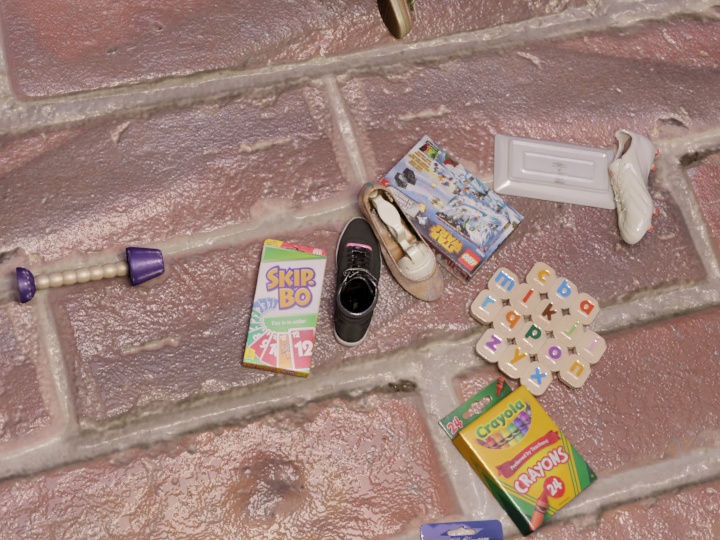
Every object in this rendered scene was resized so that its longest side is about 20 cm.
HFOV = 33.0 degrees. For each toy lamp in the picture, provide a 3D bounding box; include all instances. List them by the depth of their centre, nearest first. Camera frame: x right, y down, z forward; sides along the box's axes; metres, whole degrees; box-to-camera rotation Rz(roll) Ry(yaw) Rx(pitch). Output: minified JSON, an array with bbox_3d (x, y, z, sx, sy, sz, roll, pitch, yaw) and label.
[{"bbox_3d":[-0.375,0.003,1.692,0.200,0.058,0.058,-8,70,-14],"label":"toy lamp"}]

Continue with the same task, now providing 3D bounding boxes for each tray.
[{"bbox_3d":[0.308,-0.160,1.905,0.200,0.022,0.107,7,68,-8],"label":"tray"}]

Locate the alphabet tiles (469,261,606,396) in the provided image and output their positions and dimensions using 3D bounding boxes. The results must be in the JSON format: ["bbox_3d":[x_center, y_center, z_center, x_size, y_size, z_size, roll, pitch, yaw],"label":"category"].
[{"bbox_3d":[0.263,0.085,1.795,0.200,0.015,0.196,36,61,5],"label":"alphabet tiles"}]

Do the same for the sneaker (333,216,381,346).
[{"bbox_3d":[0.000,0.000,1.739,0.071,0.099,0.200,8,66,-5],"label":"sneaker"}]

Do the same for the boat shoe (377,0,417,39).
[{"bbox_3d":[0.057,-0.465,1.955,0.063,0.073,0.200,-10,69,-11],"label":"boat shoe"}]

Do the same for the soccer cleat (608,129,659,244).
[{"bbox_3d":[0.416,-0.130,1.885,0.078,0.069,0.200,25,57,-20],"label":"soccer cleat"}]

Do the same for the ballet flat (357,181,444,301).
[{"bbox_3d":[0.059,-0.041,1.761,0.068,0.067,0.200,-36,93,-10],"label":"ballet flat"}]

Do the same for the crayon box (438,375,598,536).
[{"bbox_3d":[0.219,0.253,1.703,0.127,0.051,0.200,-34,77,-21],"label":"crayon box"}]

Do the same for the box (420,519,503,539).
[{"bbox_3d":[0.148,0.434,1.626,0.121,0.032,0.200,-1,67,-11],"label":"box"}]

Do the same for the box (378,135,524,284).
[{"bbox_3d":[0.128,-0.093,1.833,0.200,0.040,0.137,41,66,7],"label":"box"}]

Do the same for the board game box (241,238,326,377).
[{"bbox_3d":[-0.106,0.049,1.740,0.095,0.030,0.200,11,64,-7],"label":"board game box"}]
